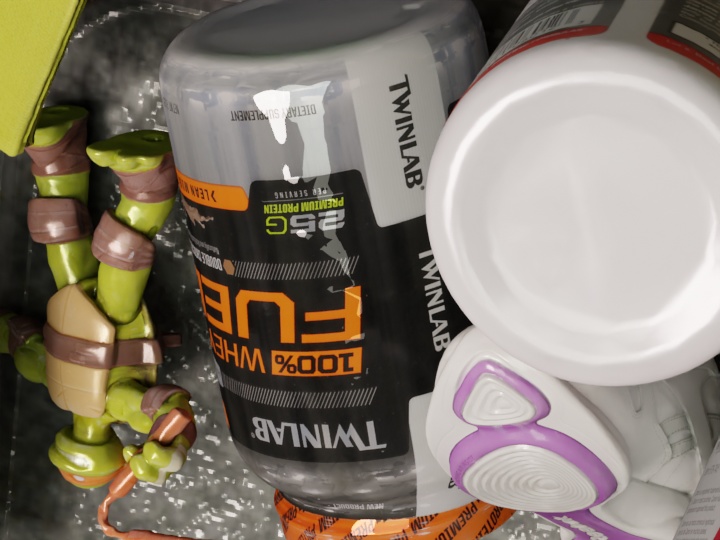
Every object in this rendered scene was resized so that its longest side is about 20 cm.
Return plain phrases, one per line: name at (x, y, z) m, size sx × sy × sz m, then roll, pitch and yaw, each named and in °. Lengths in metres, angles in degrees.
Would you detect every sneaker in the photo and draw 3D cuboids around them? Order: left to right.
sneaker at (0.082, 0.046, 0.984) m, size 0.075 × 0.200 × 0.100 m, roll 1°, pitch 69°, yaw 27°

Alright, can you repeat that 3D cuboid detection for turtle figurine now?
turtle figurine at (-0.099, 0.024, 1.070) m, size 0.200 × 0.064 × 0.162 m, roll 25°, pitch 117°, yaw 49°

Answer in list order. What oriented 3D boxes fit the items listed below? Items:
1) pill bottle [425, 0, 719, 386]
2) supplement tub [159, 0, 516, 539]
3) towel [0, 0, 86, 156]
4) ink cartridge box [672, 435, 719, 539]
pill bottle at (0.098, -0.049, 0.926) m, size 0.115 × 0.200 × 0.116 m, roll 5°, pitch 112°, yaw 14°
supplement tub at (0.000, 0.000, 1.017) m, size 0.122 × 0.123 × 0.201 m, roll -5°, pitch 110°, yaw 17°
towel at (-0.116, -0.139, 0.957) m, size 0.086 × 0.018 × 0.200 m, roll 43°, pitch 130°, yaw 19°
ink cartridge box at (0.211, 0.044, 0.897) m, size 0.144 × 0.145 × 0.201 m, roll 24°, pitch 84°, yaw -1°
